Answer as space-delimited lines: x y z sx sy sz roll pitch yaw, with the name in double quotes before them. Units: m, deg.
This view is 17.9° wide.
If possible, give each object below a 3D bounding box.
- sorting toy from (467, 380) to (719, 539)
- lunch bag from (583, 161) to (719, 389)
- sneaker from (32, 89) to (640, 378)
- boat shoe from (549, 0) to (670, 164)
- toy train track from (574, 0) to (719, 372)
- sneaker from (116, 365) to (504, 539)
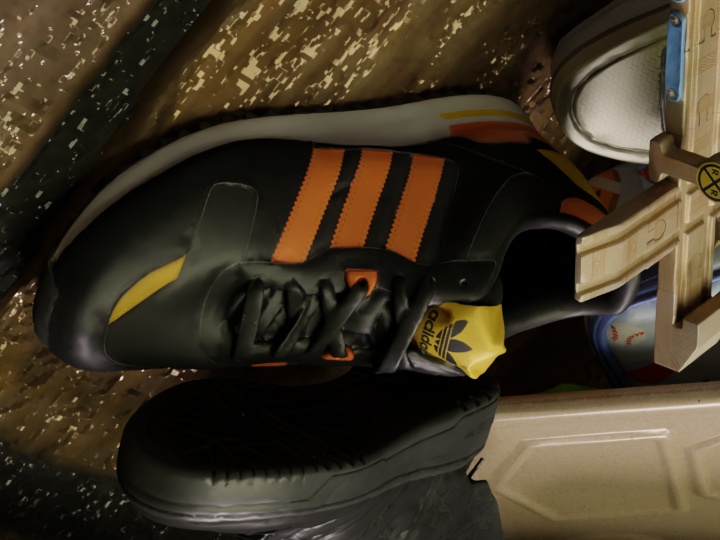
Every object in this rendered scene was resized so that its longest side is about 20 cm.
"sorting toy" 0.126 0.084 0.863 0.199 0.037 0.185 -1 148 14
"lunch bag" 0.183 -0.001 0.840 0.199 0.076 0.160 -18 143 11
"sneaker" 0.000 0.000 0.702 0.200 0.090 0.070 -15 136 -36
"boat shoe" 0.155 -0.097 0.775 0.199 0.069 0.075 -19 137 1
"toy train track" 0.112 -0.055 0.698 0.115 0.032 0.201 -32 132 -40
"sneaker" -0.012 0.084 0.736 0.200 0.060 0.105 -12 125 -53
